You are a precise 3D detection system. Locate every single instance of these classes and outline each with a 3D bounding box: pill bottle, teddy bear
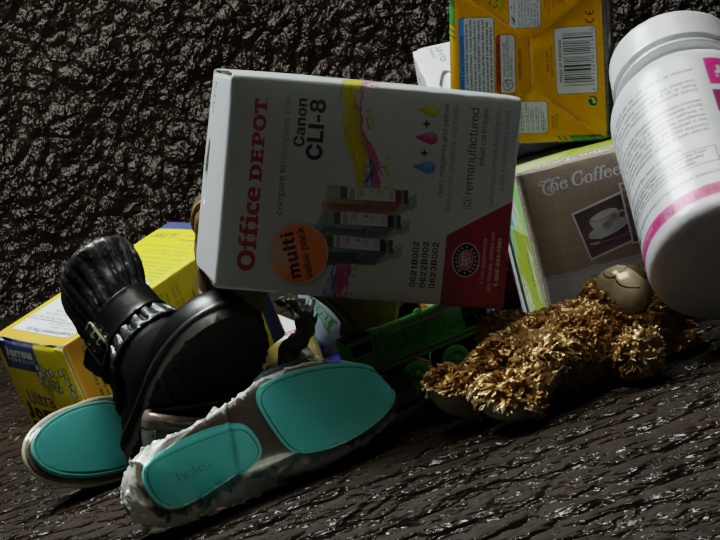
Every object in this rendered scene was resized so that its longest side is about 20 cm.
[{"bbox_3d":[0.231,-0.076,1.279,0.113,0.114,0.201,-15,47,9],"label":"pill bottle"},{"bbox_3d":[0.132,0.047,1.240,0.199,0.067,0.145,-19,9,-16],"label":"teddy bear"}]

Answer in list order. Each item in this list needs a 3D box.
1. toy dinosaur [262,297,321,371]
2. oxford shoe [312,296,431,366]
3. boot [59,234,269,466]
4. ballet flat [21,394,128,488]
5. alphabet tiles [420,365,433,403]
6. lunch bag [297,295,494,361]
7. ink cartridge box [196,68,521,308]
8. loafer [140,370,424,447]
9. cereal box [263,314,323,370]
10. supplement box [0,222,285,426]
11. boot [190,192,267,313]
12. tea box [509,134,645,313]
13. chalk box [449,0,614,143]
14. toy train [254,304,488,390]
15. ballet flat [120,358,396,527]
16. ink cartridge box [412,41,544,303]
[{"bbox_3d":[-0.048,0.066,1.481,0.047,0.089,0.200,-2,-1,-29],"label":"toy dinosaur"},{"bbox_3d":[0.000,0.000,1.422,0.071,0.200,0.072,-2,47,42],"label":"oxford shoe"},{"bbox_3d":[-0.147,0.033,1.346,0.079,0.158,0.211,-6,-29,-32],"label":"boot"},{"bbox_3d":[-0.176,0.125,1.445,0.199,0.070,0.069,-19,6,-36],"label":"ballet flat"},{"bbox_3d":[0.079,0.072,1.441,0.166,0.006,0.200,-20,7,-34],"label":"alphabet tiles"},{"bbox_3d":[0.032,-0.017,1.619,0.123,0.171,0.200,-26,9,-31],"label":"lunch bag"},{"bbox_3d":[-0.007,-0.058,1.300,0.199,0.146,0.145,4,6,-9],"label":"ink cartridge box"},{"bbox_3d":[-0.053,0.098,1.293,0.199,0.063,0.072,-18,7,-16],"label":"loafer"},{"bbox_3d":[-0.122,0.084,1.719,0.143,0.040,0.200,-20,8,-11],"label":"cereal box"},{"bbox_3d":[-0.180,0.055,1.567,0.200,0.110,0.109,-36,25,-33],"label":"supplement box"},{"bbox_3d":[-0.097,0.007,1.441,0.073,0.076,0.200,9,-28,2],"label":"boot"},{"bbox_3d":[0.217,-0.042,1.468,0.199,0.134,0.197,-14,5,-1],"label":"tea box"},{"bbox_3d":[0.142,-0.172,1.523,0.123,0.126,0.200,-1,8,9],"label":"chalk box"},{"bbox_3d":[0.014,0.067,1.375,0.199,0.057,0.042,-22,8,-14],"label":"toy train"},{"bbox_3d":[-0.071,0.113,1.223,0.199,0.072,0.072,-20,7,-30],"label":"ballet flat"},{"bbox_3d":[0.115,-0.091,1.711,0.083,0.201,0.145,-16,39,-4],"label":"ink cartridge box"}]
